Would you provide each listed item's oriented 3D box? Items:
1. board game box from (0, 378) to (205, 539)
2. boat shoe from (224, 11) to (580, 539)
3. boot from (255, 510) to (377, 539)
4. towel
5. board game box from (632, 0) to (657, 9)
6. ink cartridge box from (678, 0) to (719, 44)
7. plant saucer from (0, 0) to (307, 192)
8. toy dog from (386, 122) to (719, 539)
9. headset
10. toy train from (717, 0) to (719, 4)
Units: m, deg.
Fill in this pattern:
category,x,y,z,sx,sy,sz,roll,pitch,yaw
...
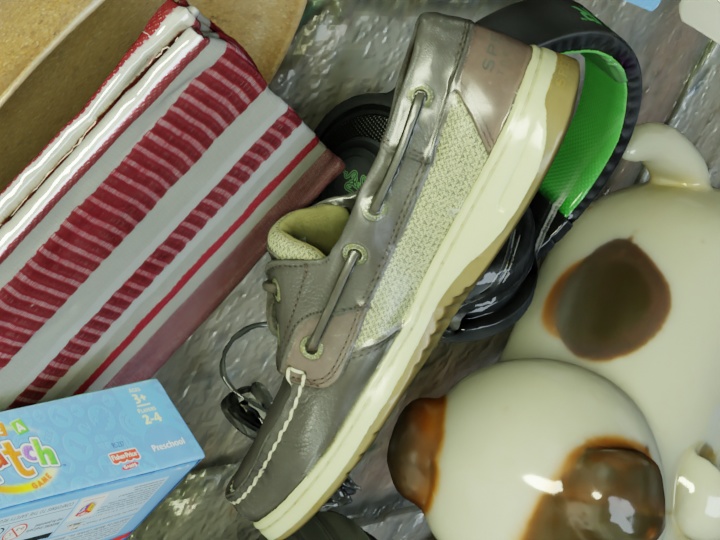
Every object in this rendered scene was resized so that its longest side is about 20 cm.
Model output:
category,x,y,z,sx,sy,sz,roll,pitch,yaw
board game box,-0.160,0.115,0.880,0.151,0.037,0.200,-11,150,-49
boat shoe,0.000,0.000,0.922,0.201,0.066,0.072,-58,-175,27
boot,-0.045,0.177,1.063,0.211,0.080,0.158,-26,151,12
towel,-0.077,-0.006,0.854,0.144,0.023,0.200,-48,166,0
board game box,-0.014,-0.135,0.744,0.200,0.151,0.037,9,114,-57
ink cartridge box,0.226,-0.158,1.096,0.068,0.115,0.200,-3,125,-61
plant saucer,-0.092,-0.039,0.832,0.200,0.035,0.200,-47,167,-14
toy dog,0.101,0.059,1.100,0.200,0.139,0.194,-43,146,-47
headset,0.031,-0.008,1.014,0.200,0.094,0.124,-44,150,0
toy train,0.171,-0.146,1.019,0.150,0.200,0.056,-58,-172,5
